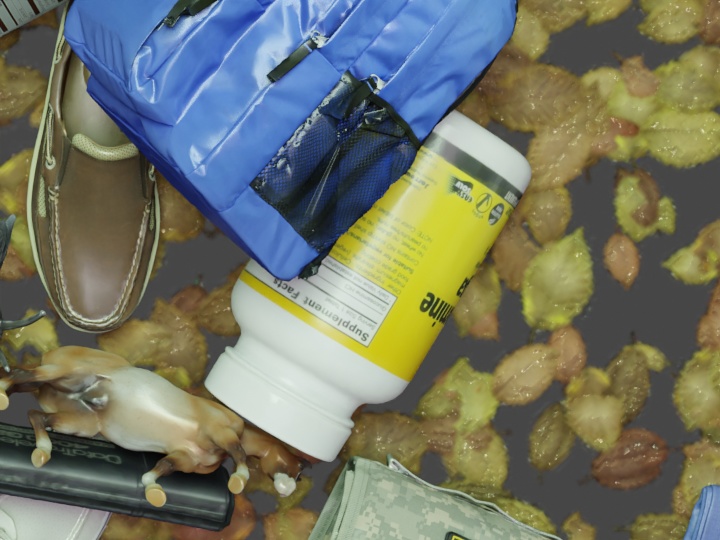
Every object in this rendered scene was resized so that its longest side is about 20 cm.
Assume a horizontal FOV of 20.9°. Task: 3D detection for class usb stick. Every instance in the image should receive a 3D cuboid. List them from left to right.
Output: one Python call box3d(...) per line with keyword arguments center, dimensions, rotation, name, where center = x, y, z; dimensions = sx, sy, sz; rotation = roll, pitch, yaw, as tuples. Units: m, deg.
box3d(center=(-0.164, 0.108, 1.063), dimensions=(0.200, 0.055, 0.033), rotation=(13, 110, -20), name="usb stick")

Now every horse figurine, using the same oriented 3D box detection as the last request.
box3d(center=(-0.125, 0.081, 1.041), dimensions=(0.200, 0.133, 0.050), rotation=(17, 103, 2), name="horse figurine")

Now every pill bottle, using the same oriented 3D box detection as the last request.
box3d(center=(0.000, 0.000, 1.086), dimensions=(0.112, 0.112, 0.200), rotation=(31, 91, -9), name="pill bottle")

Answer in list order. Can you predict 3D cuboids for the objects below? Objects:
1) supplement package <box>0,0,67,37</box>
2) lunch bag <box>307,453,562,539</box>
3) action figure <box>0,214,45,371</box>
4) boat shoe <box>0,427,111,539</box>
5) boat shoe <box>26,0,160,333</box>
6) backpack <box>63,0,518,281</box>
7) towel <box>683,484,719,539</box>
box3d(center=(-0.171, -0.256, 0.998), dimensions=(0.200, 0.147, 0.191), rotation=(-30, 79, -4), name="supplement package")
box3d(center=(0.032, 0.220, 1.110), dimensions=(0.164, 0.118, 0.200), rotation=(24, 86, -9), name="lunch bag")
box3d(center=(-0.256, 0.004, 1.055), dimensions=(0.200, 0.102, 0.119), rotation=(26, 79, 12), name="action figure")
box3d(center=(-0.202, 0.167, 1.093), dimensions=(0.071, 0.070, 0.200), rotation=(42, 85, -10), name="boat shoe")
box3d(center=(-0.147, -0.064, 1.079), dimensions=(0.075, 0.075, 0.203), rotation=(0, 95, -8), name="boat shoe")
box3d(center=(-0.029, -0.123, 0.977), dimensions=(0.200, 0.163, 0.168), rotation=(-44, 133, -4), name="backpack")
box3d(center=(0.279, 0.221, 1.193), dimensions=(0.200, 0.024, 0.145), rotation=(16, 90, -10), name="towel")
